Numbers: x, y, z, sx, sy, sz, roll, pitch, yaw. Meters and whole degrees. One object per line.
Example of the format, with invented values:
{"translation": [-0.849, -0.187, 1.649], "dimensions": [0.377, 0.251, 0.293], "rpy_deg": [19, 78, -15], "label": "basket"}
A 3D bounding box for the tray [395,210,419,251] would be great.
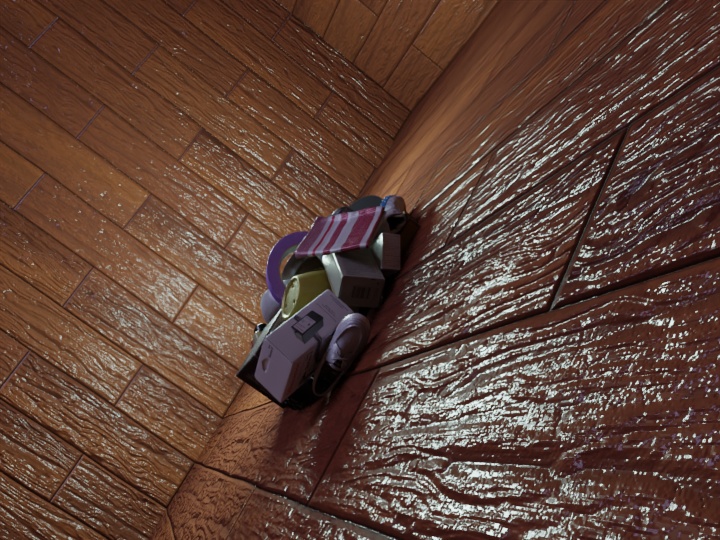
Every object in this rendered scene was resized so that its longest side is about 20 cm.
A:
{"translation": [0.099, -0.096, 1.629], "dimensions": [0.100, 0.037, 0.200], "rpy_deg": [-55, 8, 9], "label": "tray"}

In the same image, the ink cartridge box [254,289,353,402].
{"translation": [-0.117, 0.157, 1.337], "dimensions": [0.199, 0.083, 0.148], "rpy_deg": [-37, -23, -41], "label": "ink cartridge box"}

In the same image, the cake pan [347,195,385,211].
{"translation": [0.005, -0.117, 1.686], "dimensions": [0.197, 0.037, 0.204], "rpy_deg": [-26, 43, 26], "label": "cake pan"}

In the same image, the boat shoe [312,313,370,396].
{"translation": [-0.044, 0.173, 1.280], "dimensions": [0.201, 0.071, 0.069], "rpy_deg": [-51, 11, 31], "label": "boat shoe"}

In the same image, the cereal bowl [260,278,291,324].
{"translation": [-0.178, 0.114, 1.779], "dimensions": [0.201, 0.195, 0.085], "rpy_deg": [-49, 44, 38], "label": "cereal bowl"}

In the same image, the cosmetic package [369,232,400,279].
{"translation": [0.041, -0.019, 1.517], "dimensions": [0.200, 0.049, 0.085], "rpy_deg": [144, 131, -68], "label": "cosmetic package"}

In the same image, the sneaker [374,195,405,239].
{"translation": [0.080, -0.126, 1.551], "dimensions": [0.084, 0.077, 0.201], "rpy_deg": [-5, 28, 30], "label": "sneaker"}

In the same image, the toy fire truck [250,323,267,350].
{"translation": [-0.245, 0.254, 1.902], "dimensions": [0.129, 0.171, 0.205], "rpy_deg": [53, 137, 48], "label": "toy fire truck"}

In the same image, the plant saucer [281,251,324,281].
{"translation": [-0.131, 0.008, 1.801], "dimensions": [0.202, 0.198, 0.032], "rpy_deg": [-54, 51, 12], "label": "plant saucer"}

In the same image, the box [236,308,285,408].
{"translation": [-0.199, 0.229, 1.675], "dimensions": [0.168, 0.162, 0.200], "rpy_deg": [-60, 9, -32], "label": "box"}

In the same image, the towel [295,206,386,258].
{"translation": [-0.046, -0.088, 1.473], "dimensions": [0.195, 0.023, 0.146], "rpy_deg": [-7, 38, 30], "label": "towel"}

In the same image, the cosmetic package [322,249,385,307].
{"translation": [-0.019, -0.001, 1.454], "dimensions": [0.201, 0.100, 0.075], "rpy_deg": [-114, 33, -60], "label": "cosmetic package"}

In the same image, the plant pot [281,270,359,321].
{"translation": [-0.107, 0.083, 1.525], "dimensions": [0.200, 0.139, 0.205], "rpy_deg": [-44, 37, 45], "label": "plant pot"}

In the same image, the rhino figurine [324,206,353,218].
{"translation": [-0.019, -0.106, 1.616], "dimensions": [0.086, 0.061, 0.199], "rpy_deg": [-35, 37, -14], "label": "rhino figurine"}

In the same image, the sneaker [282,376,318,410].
{"translation": [-0.129, 0.255, 1.462], "dimensions": [0.090, 0.073, 0.200], "rpy_deg": [-61, 9, -26], "label": "sneaker"}

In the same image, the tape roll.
{"translation": [-0.150, 0.005, 1.683], "dimensions": [0.203, 0.197, 0.066], "rpy_deg": [-57, 2, -18], "label": "tape roll"}
